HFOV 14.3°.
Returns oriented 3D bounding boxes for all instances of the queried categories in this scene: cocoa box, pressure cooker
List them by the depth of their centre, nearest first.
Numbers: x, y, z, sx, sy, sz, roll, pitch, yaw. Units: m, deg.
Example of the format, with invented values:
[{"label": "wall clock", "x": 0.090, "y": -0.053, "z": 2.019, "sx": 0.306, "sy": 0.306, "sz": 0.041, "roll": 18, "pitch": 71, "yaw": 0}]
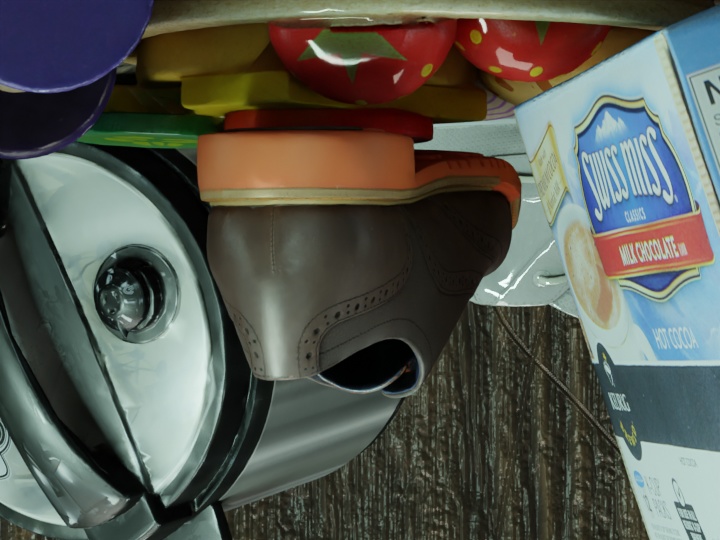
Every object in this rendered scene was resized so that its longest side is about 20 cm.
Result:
[{"label": "cocoa box", "x": 0.130, "y": -0.008, "z": 0.688, "sx": 0.133, "sy": 0.131, "sz": 0.200, "roll": -19, "pitch": -179, "yaw": -6}, {"label": "pressure cooker", "x": -0.089, "y": 0.017, "z": 1.165, "sx": 0.176, "sy": 0.179, "sz": 0.200, "roll": 27, "pitch": -159, "yaw": 25}]

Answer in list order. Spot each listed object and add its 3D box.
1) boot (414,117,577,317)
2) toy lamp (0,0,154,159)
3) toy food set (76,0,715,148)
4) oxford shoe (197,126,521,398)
[{"label": "boot", "x": 0.097, "y": -0.028, "z": 1.121, "sx": 0.200, "sy": 0.096, "sz": 0.074, "roll": -1, "pitch": 178, "yaw": 31}, {"label": "toy lamp", "x": -0.085, "y": -0.061, "z": 0.731, "sx": 0.058, "sy": 0.058, "sz": 0.200, "roll": 1, "pitch": 178, "yaw": -11}, {"label": "toy food set", "x": 0.018, "y": -0.060, "z": 0.852, "sx": 0.200, "sy": 0.049, "sz": 0.198, "roll": 1, "pitch": 178, "yaw": -45}, {"label": "oxford shoe", "x": 0.000, "y": 0.000, "z": 0.824, "sx": 0.071, "sy": 0.073, "sz": 0.200, "roll": -1, "pitch": 179, "yaw": 19}]
